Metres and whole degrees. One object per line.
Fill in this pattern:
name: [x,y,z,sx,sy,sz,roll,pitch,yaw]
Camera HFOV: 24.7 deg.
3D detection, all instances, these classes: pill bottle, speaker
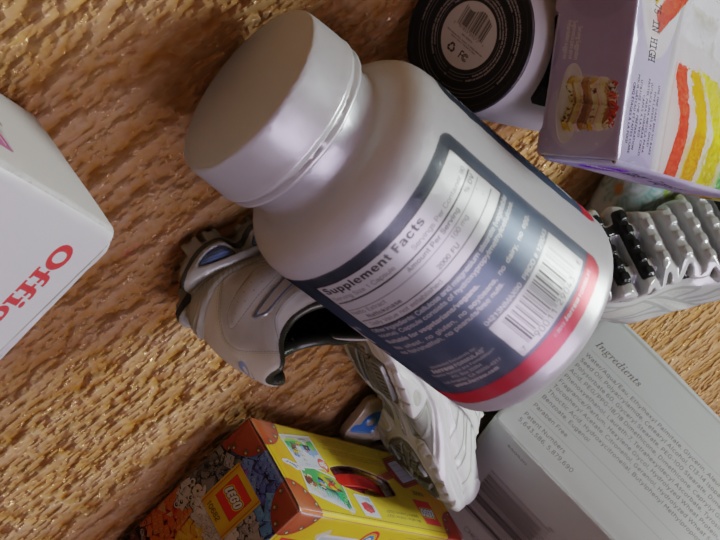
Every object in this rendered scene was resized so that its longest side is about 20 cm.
pill bottle: [0.017,-0.030,0.797,0.200,0.120,0.120,38,103,-28]
speaker: [0.114,-0.113,0.899,0.199,0.081,0.081,5,128,-52]

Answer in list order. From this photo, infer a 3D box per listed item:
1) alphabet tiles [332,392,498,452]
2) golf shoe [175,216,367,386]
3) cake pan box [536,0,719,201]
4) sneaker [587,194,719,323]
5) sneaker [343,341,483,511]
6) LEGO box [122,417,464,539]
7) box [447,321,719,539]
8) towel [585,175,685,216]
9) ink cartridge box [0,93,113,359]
alphabet tiles: [0.047,0.109,1.189,0.200,0.015,0.195,-51,150,18]
golf shoe: [0.000,0.000,0.903,0.199,0.097,0.079,-29,148,-22]
cake pan box: [0.171,-0.142,0.861,0.184,0.052,0.202,10,88,-54]
sneaker: [0.203,-0.005,1.081,0.199,0.076,0.081,-6,152,-26]
sneaker: [0.060,0.078,1.075,0.099,0.078,0.201,-37,139,-17]
LEGO box: [-0.048,0.186,1.097,0.149,0.077,0.200,-44,147,17]
box: [0.179,0.172,1.187,0.131,0.200,0.199,-39,167,-26]
towel: [0.228,-0.046,1.155,0.199,0.048,0.172,-13,140,-39]
ink cartridge box: [-0.212,-0.021,0.639,0.144,0.085,0.200,-43,149,6]
